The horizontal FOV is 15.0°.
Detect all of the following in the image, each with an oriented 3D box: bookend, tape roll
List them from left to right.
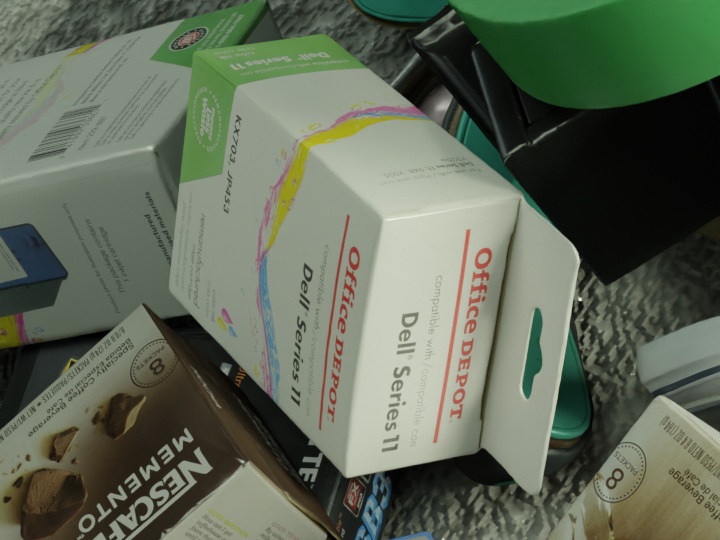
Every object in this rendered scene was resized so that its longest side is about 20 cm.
[{"bbox_3d":[0.119,-0.148,0.991,0.200,0.048,0.201,-29,34,21],"label":"tape roll"},{"bbox_3d":[0.134,-0.065,1.009,0.200,0.092,0.199,-33,32,15],"label":"bookend"}]

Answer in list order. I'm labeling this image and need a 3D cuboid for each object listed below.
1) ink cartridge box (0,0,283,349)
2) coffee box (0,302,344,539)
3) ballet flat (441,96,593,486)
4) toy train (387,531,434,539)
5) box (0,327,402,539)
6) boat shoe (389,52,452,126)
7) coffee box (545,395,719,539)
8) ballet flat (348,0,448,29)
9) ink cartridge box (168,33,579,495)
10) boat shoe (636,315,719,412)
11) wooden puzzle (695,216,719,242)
[{"bbox_3d":[-0.136,-0.039,1.266,0.199,0.088,0.145,-10,29,27],"label":"ink cartridge box"},{"bbox_3d":[-0.118,0.126,1.089,0.200,0.080,0.113,-41,43,3],"label":"coffee box"},{"bbox_3d":[0.056,0.003,1.144,0.073,0.073,0.201,-19,53,22],"label":"ballet flat"},{"bbox_3d":[0.048,0.152,0.903,0.034,0.046,0.200,-12,40,-24],"label":"toy train"},{"bbox_3d":[-0.086,0.118,1.166,0.198,0.050,0.201,-3,56,35],"label":"box"},{"bbox_3d":[0.029,-0.064,1.215,0.202,0.065,0.074,-42,43,-2],"label":"boat shoe"},{"bbox_3d":[0.095,0.162,0.950,0.200,0.080,0.114,-53,42,6],"label":"coffee box"},{"bbox_3d":[0.086,-0.168,1.275,0.199,0.069,0.063,-20,19,18],"label":"ballet flat"},{"bbox_3d":[0.000,0.000,1.076,0.067,0.118,0.200,-9,31,-29],"label":"ink cartridge box"},{"bbox_3d":[0.191,0.037,0.993,0.199,0.073,0.067,-16,84,38],"label":"boat shoe"},{"bbox_3d":[0.201,-0.086,1.125,0.185,0.037,0.200,-49,39,-9],"label":"wooden puzzle"}]
